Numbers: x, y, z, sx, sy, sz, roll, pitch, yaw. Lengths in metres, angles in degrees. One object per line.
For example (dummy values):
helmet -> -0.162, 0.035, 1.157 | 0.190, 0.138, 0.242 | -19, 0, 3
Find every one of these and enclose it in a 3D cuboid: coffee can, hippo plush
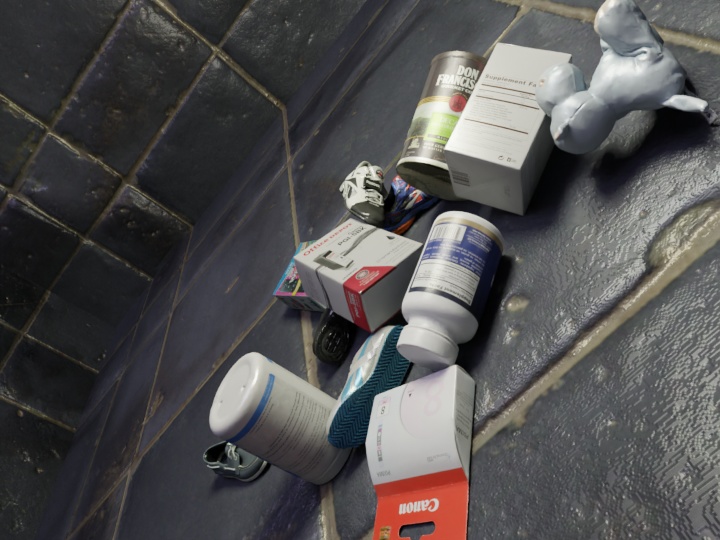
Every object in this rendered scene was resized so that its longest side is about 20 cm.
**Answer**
coffee can -> 0.158, -0.244, 0.976 | 0.145, 0.144, 0.205 | 4, 72, 61
hippo plush -> 0.317, -0.220, 0.716 | 0.160, 0.157, 0.203 | -37, 71, 34

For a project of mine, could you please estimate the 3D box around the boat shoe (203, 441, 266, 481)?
boat shoe -> -0.240, 0.358, 1.086 | 0.198, 0.061, 0.074 | -26, 37, 46

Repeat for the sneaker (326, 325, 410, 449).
sneaker -> 0.011, 0.177, 0.862 | 0.202, 0.076, 0.080 | -56, 18, -18

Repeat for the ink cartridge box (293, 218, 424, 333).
ink cartridge box -> 0.000, 0.000, 0.953 | 0.146, 0.084, 0.198 | -36, 36, -25

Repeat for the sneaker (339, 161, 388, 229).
sneaker -> 0.013, -0.151, 1.065 | 0.089, 0.073, 0.201 | -55, 30, 19

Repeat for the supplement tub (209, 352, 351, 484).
supplement tub -> -0.118, 0.228, 0.867 | 0.131, 0.199, 0.133 | -40, 28, 26

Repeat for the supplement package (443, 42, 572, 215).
supplement package -> 0.222, -0.210, 0.840 | 0.118, 0.122, 0.203 | 20, 72, 26

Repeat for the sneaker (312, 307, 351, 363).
sneaker -> -0.038, 0.076, 1.066 | 0.202, 0.075, 0.090 | -58, 15, -15

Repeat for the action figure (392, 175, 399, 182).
action figure -> 0.139, -0.247, 1.169 | 0.200, 0.051, 0.066 | -48, 31, 20

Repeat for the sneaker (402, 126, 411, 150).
sneaker -> 0.144, -0.300, 1.120 | 0.202, 0.074, 0.087 | -57, 16, -5

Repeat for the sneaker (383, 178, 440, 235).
sneaker -> 0.098, -0.151, 1.084 | 0.200, 0.078, 0.076 | -47, 27, 17

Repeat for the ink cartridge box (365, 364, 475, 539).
ink cartridge box -> 0.067, 0.236, 0.712 | 0.161, 0.057, 0.203 | -31, 30, 41

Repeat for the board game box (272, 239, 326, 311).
board game box -> -0.104, 0.009, 1.266 | 0.198, 0.064, 0.150 | -5, 54, 60

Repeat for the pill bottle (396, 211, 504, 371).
pill bottle -> 0.122, 0.031, 0.787 | 0.110, 0.110, 0.203 | -10, 50, 56
